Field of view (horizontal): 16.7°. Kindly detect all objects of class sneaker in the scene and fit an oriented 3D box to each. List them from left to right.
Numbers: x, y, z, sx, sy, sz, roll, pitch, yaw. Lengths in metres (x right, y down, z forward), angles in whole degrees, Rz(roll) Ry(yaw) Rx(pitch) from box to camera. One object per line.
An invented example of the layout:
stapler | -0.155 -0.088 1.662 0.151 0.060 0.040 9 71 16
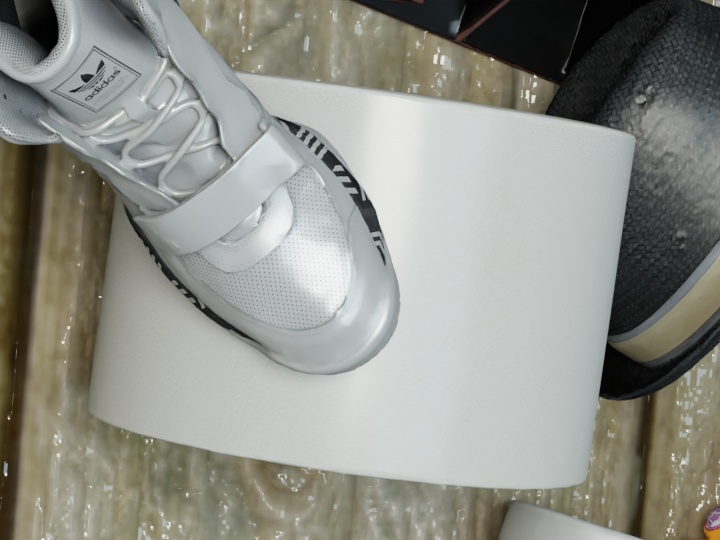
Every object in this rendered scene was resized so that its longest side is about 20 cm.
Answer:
sneaker | -0.067 -0.043 0.815 0.075 0.115 0.200 -39 87 10

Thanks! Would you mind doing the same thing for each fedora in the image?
fedora | 0.128 -0.047 1.066 0.091 0.200 0.201 30 79 -13

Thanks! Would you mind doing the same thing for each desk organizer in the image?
desk organizer | 0.044 -0.142 1.053 0.199 0.072 0.077 18 88 -33

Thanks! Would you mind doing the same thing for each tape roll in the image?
tape roll | 0.000 0.000 0.965 0.202 0.202 0.140 6 93 -33

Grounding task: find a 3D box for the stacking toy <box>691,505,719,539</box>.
stacking toy | 0.224 0.095 1.194 0.200 0.116 0.110 -38 115 -8

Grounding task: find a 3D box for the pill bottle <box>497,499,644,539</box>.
pill bottle | 0.083 0.212 1.096 0.113 0.113 0.201 21 85 -33
